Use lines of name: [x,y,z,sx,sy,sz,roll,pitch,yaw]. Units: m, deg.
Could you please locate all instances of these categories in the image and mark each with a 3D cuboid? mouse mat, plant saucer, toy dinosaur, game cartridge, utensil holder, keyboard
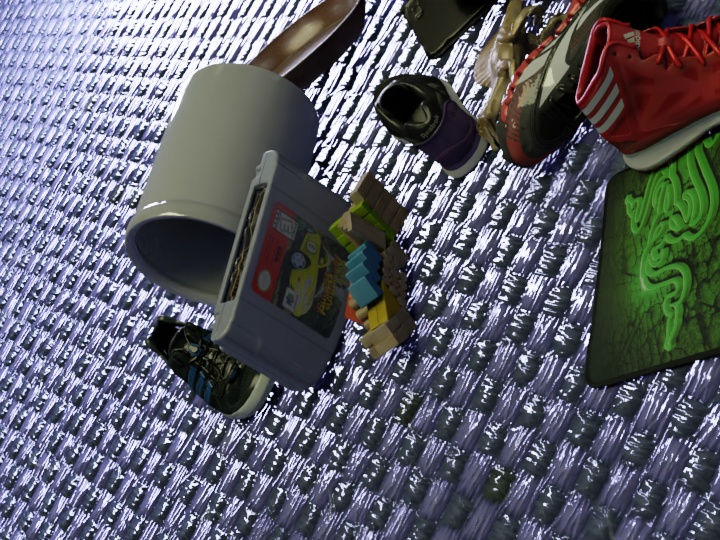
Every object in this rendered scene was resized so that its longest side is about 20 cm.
mouse mat: [0.239,-0.014,1.189,0.160,0.008,0.202,-23,45,44]
plant saucer: [-0.066,-0.239,1.741,0.199,0.035,0.201,-35,19,14]
toy dinosaur: [0.143,-0.212,1.447,0.101,0.058,0.202,-20,48,47]
game cartridge: [-0.064,0.004,1.479,0.041,0.133,0.202,-11,56,41]
utensil holder: [-0.140,-0.090,1.639,0.169,0.169,0.202,-22,45,44]
keyboard: [0.127,-0.308,1.590,0.200,0.039,0.105,-41,58,25]

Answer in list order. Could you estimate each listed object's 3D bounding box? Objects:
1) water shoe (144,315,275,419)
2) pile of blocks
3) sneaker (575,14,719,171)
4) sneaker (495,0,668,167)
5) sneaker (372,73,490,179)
water shoe: [-0.158,0.096,1.586,0.199,0.079,0.072,14,75,58]
pile of blocks: [0.000,0.000,1.442,0.062,0.082,0.201,-37,38,31]
sneaker: [0.249,-0.165,1.194,0.200,0.115,0.079,-40,32,26]
sneaker: [0.190,-0.170,1.329,0.201,0.071,0.098,-55,29,4]
sneaker: [0.049,-0.162,1.506,0.076,0.087,0.200,-55,31,5]
